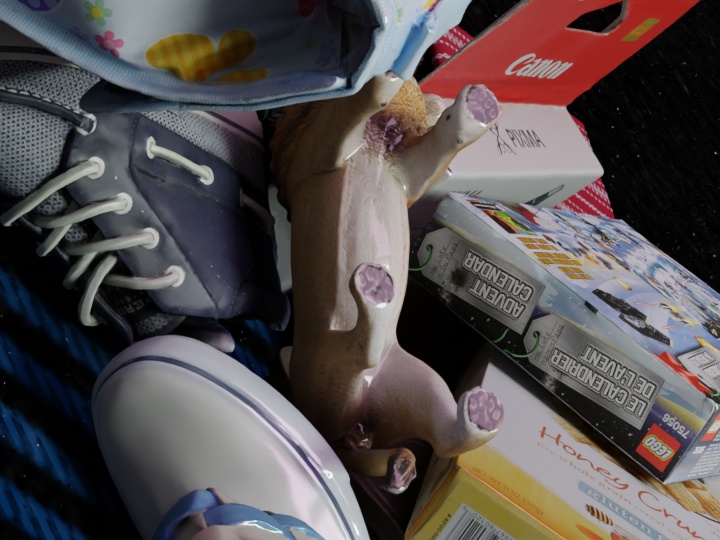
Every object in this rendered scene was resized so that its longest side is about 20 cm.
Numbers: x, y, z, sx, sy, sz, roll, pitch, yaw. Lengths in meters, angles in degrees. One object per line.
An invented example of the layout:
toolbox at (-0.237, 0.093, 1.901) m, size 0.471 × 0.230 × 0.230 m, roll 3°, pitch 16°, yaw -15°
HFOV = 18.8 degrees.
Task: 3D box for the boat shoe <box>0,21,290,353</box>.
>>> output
boat shoe at (-0.091, -0.025, 0.747) m, size 0.199 × 0.074 × 0.094 m, roll 12°, pitch 58°, yaw -54°

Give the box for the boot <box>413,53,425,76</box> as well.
boot at (-0.016, -0.124, 0.970) m, size 0.106 × 0.076 × 0.200 m, roll 18°, pitch -13°, yaw 1°

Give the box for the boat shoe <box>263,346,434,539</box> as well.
boat shoe at (0.012, 0.112, 0.784) m, size 0.072 × 0.068 × 0.200 m, roll 11°, pitch 32°, yaw -46°

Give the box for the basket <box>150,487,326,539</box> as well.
basket at (-0.023, 0.170, 0.528) m, size 0.139 × 0.177 × 0.200 m, roll 31°, pitch 16°, yaw -43°

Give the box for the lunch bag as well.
lunch bag at (-0.053, -0.131, 0.695) m, size 0.199 × 0.128 × 0.170 m, roll 30°, pitch 30°, yaw 4°

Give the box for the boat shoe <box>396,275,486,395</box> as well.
boat shoe at (0.038, 0.032, 0.946) m, size 0.199 × 0.073 × 0.072 m, roll 14°, pitch 17°, yaw -44°

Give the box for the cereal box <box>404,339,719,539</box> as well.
cereal box at (0.094, 0.093, 0.806) m, size 0.143 × 0.040 × 0.200 m, roll 34°, pitch 17°, yaw -1°

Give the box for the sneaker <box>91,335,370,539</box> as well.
sneaker at (-0.027, 0.113, 0.701) m, size 0.201 × 0.073 × 0.071 m, roll 57°, pitch 21°, yaw -1°

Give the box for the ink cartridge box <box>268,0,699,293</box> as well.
ink cartridge box at (0.062, -0.057, 0.936) m, size 0.045 × 0.176 × 0.200 m, roll 59°, pitch 22°, yaw 10°

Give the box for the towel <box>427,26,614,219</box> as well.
towel at (0.094, -0.038, 1.170) m, size 0.144 × 0.022 × 0.201 m, roll 33°, pitch 32°, yaw -39°

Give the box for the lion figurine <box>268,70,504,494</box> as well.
lion figurine at (0.000, 0.000, 0.765) m, size 0.072 × 0.122 × 0.202 m, roll 19°, pitch 61°, yaw -18°

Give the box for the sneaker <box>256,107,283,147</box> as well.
sneaker at (-0.050, -0.081, 0.882) m, size 0.075 × 0.080 × 0.200 m, roll -69°, pitch 157°, yaw -12°

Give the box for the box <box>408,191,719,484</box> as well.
box at (0.115, 0.027, 0.899) m, size 0.137 × 0.040 × 0.200 m, roll 39°, pitch 15°, yaw 23°
